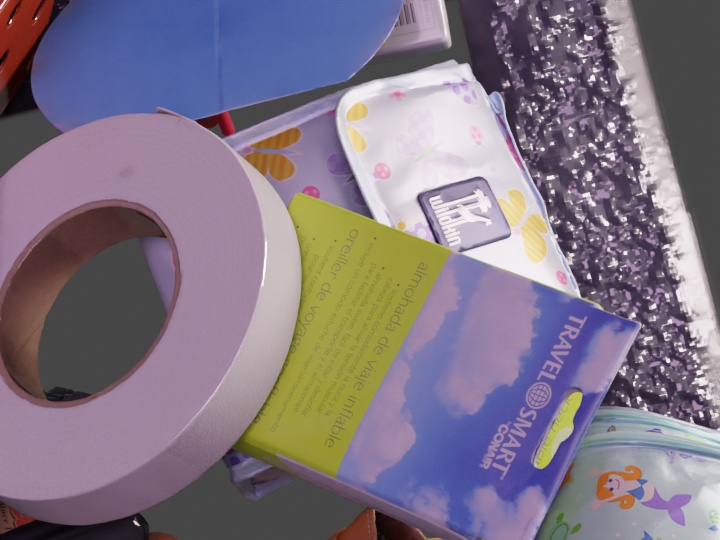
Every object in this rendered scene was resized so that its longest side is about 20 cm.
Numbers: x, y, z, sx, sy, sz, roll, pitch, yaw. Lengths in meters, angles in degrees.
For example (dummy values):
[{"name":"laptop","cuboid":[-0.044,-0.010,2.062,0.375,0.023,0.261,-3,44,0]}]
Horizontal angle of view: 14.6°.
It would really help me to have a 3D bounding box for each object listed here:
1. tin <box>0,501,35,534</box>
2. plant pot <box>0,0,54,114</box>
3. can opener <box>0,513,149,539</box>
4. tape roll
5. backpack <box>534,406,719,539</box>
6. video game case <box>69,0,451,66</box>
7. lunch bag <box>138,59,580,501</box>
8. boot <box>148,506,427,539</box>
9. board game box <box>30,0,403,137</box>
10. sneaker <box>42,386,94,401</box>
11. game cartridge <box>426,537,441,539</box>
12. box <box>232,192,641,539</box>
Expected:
[{"name":"tin","cuboid":[-0.208,0.138,1.462,0.112,0.042,0.201,-18,76,7]},{"name":"plant pot","cuboid":[-0.257,-0.142,1.424,0.176,0.200,0.200,28,53,1]},{"name":"can opener","cuboid":[-0.198,0.155,1.371,0.199,0.063,0.079,-16,114,-5]},{"name":"tape roll","cuboid":[-0.121,0.021,1.333,0.202,0.037,0.204,-15,57,25]},{"name":"backpack","cuboid":[0.133,0.152,1.322,0.177,0.200,0.151,16,55,-13]},{"name":"video game case","cuboid":[-0.063,-0.187,1.519,0.199,0.022,0.183,-11,78,6]},{"name":"lunch bag","cuboid":[0.000,0.000,1.421,0.199,0.127,0.170,-20,80,-3]},{"name":"boot","cuboid":[-0.033,0.162,1.336,0.200,0.076,0.156,55,130,32]},{"name":"board game box","cuboid":[-0.069,-0.112,1.453,0.199,0.039,0.158,-14,38,6]},{"name":"sneaker","cuboid":[-0.208,0.102,1.424,0.199,0.078,0.087,-2,90,13]},{"name":"game cartridge","cuboid":[-0.002,0.228,1.424,0.199,0.032,0.177,-5,78,4]},{"name":"box","cuboid":[0.027,0.051,1.283,0.199,0.048,0.122,21,78,34]}]
